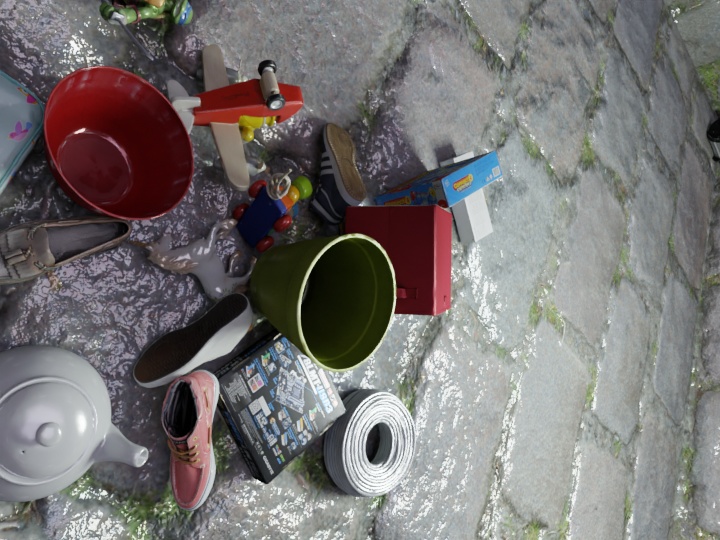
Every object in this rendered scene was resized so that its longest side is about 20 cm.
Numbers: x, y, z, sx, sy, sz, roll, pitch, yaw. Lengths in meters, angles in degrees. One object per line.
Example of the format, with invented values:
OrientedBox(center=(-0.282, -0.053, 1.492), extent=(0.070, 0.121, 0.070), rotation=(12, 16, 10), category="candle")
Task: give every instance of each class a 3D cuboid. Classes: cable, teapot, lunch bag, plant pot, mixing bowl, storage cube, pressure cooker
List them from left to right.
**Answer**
OrientedBox(center=(-0.490, -0.158, 0.635), extent=(0.159, 0.076, 0.204), rotation=(38, 63, -32), category="lunch bag")
OrientedBox(center=(-0.394, 0.185, 0.648), extent=(0.197, 0.144, 0.203), rotation=(-25, 102, -38), category="teapot")
OrientedBox(center=(-0.342, -0.155, 0.734), extent=(0.197, 0.106, 0.207), rotation=(18, 66, -46), category="mixing bowl")
OrientedBox(center=(-0.077, 0.036, 0.861), extent=(0.197, 0.190, 0.207), rotation=(-10, 105, -42), category="plant pot")
OrientedBox(center=(0.022, 0.336, 1.047), extent=(0.200, 0.068, 0.203), rotation=(-46, 116, -33), category="cable")
OrientedBox(center=(0.074, -0.019, 0.980), extent=(0.199, 0.166, 0.186), rotation=(1, 90, -71), category="storage cube")
OrientedBox(center=(1.792, -0.624, 2.596), extent=(0.200, 0.173, 0.182), rotation=(45, 57, -30), category="pressure cooker")

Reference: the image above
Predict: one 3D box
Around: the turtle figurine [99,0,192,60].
OrientedBox(center=(-0.323, -0.421, 0.741), extent=(0.190, 0.146, 0.202), rotation=(26, 27, -18), category="turtle figurine")

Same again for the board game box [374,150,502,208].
OrientedBox(center=(0.162, -0.175, 1.127), extent=(0.198, 0.193, 0.057), rotation=(-31, 105, -38), category="board game box")

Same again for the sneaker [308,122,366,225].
OrientedBox(center=(-0.056, -0.181, 1.030), extent=(0.069, 0.108, 0.204), rotation=(12, 49, -36), category="sneaker")

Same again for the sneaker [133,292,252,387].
OrientedBox(center=(-0.247, 0.124, 0.832), extent=(0.198, 0.073, 0.086), rotation=(-34, 148, -20), category="sneaker")

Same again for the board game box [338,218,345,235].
OrientedBox(center=(0.000, 0.000, 1.086), extent=(0.103, 0.023, 0.207), rotation=(2, 85, -39), category="board game box")

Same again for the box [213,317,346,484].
OrientedBox(center=(-0.139, 0.218, 0.930), extent=(0.197, 0.049, 0.204), rotation=(-36, 109, -38), category="box")

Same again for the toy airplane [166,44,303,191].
OrientedBox(center=(-0.212, -0.246, 0.864), extent=(0.196, 0.142, 0.203), rotation=(28, 74, 5), category="toy airplane")

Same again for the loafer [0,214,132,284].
OrientedBox(center=(-0.402, -0.037, 0.711), extent=(0.197, 0.062, 0.074), rotation=(-24, 103, -39), category="loafer")

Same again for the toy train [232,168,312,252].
OrientedBox(center=(-0.120, -0.122, 0.881), extent=(0.085, 0.199, 0.115), rotation=(51, 46, 0), category="toy train")

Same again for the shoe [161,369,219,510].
OrientedBox(center=(-0.254, 0.251, 0.782), extent=(0.091, 0.069, 0.207), rotation=(45, 50, -82), category="shoe")

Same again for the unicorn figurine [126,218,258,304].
OrientedBox(center=(-0.241, -0.016, 0.843), extent=(0.138, 0.073, 0.202), rotation=(-49, 117, -32), category="unicorn figurine")

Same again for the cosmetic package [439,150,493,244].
OrientedBox(center=(0.257, -0.176, 1.304), extent=(0.082, 0.050, 0.206), rotation=(-25, 103, -41), category="cosmetic package")
